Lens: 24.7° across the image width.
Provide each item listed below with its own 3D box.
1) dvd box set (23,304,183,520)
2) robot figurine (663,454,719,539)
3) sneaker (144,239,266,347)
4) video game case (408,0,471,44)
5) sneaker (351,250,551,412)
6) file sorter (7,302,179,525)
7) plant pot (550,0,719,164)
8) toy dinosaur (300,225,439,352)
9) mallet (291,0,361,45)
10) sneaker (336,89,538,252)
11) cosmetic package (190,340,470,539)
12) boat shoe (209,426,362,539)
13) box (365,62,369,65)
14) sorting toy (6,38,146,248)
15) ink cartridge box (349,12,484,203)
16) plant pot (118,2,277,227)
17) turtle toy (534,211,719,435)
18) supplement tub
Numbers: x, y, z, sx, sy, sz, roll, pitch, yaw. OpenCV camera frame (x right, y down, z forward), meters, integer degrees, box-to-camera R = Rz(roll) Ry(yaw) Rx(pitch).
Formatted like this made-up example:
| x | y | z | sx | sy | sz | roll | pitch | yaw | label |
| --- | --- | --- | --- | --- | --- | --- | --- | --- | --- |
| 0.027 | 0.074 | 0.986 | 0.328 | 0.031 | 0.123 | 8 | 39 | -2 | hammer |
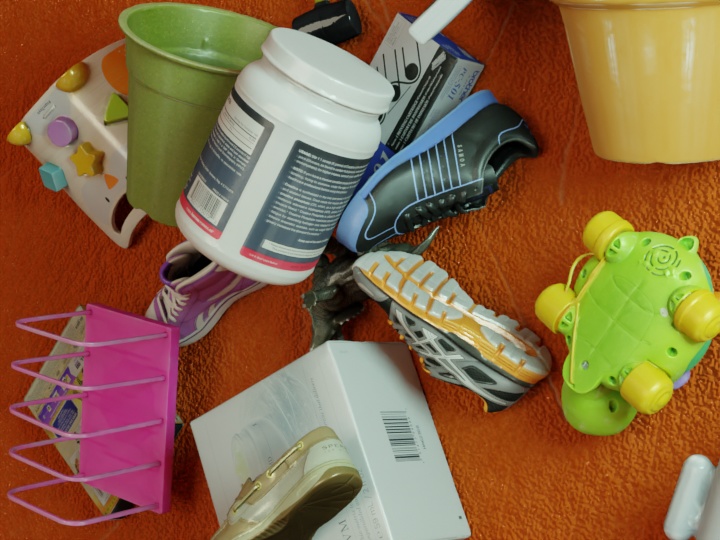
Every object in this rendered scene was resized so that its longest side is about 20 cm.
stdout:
| x | y | z | sx | sy | sz | roll | pitch | yaw | label |
| --- | --- | --- | --- | --- | --- | --- | --- | --- | --- |
| -0.289 | 0.157 | 1.833 | 0.200 | 0.029 | 0.146 | 47 | 115 | 33 | dvd box set |
| 0.322 | 0.201 | 1.272 | 0.170 | 0.113 | 0.200 | 19 | 99 | 25 | robot figurine |
| -0.185 | 0.016 | 1.707 | 0.200 | 0.114 | 0.073 | -39 | 65 | 32 | sneaker |
| 0.137 | -0.290 | 1.432 | 0.023 | 0.182 | 0.200 | 46 | 120 | -5 | video game case |
| 0.072 | 0.056 | 1.484 | 0.200 | 0.078 | 0.077 | 36 | 124 | 8 | sneaker |
| -0.284 | 0.149 | 1.710 | 0.139 | 0.125 | 0.200 | 13 | 104 | 41 | file sorter |
| 0.249 | -0.186 | 1.326 | 0.200 | 0.200 | 0.183 | 7 | 107 | 40 | plant pot |
| 0.000 | 0.000 | 1.573 | 0.200 | 0.102 | 0.077 | -41 | 62 | 23 | toy dinosaur |
| -0.037 | -0.317 | 1.659 | 0.066 | 0.041 | 0.200 | -9 | 71 | 20 | mallet |
| 0.071 | -0.076 | 1.488 | 0.200 | 0.070 | 0.078 | -42 | 66 | -5 | sneaker |
| -0.034 | 0.197 | 1.563 | 0.200 | 0.123 | 0.199 | -33 | 67 | 35 | cosmetic package |
| -0.076 | 0.212 | 1.478 | 0.200 | 0.074 | 0.066 | -40 | 50 | 28 | boat shoe |
| -0.072 | -0.119 | 1.607 | 0.039 | 0.137 | 0.200 | 43 | 113 | 34 | box |
| -0.278 | -0.125 | 1.822 | 0.200 | 0.107 | 0.180 | -42 | 81 | 30 | sorting toy |
| 0.031 | -0.137 | 1.583 | 0.094 | 0.044 | 0.200 | 43 | 114 | 35 | ink cartridge box |
| -0.161 | -0.149 | 1.671 | 0.200 | 0.200 | 0.190 | 34 | 121 | 36 | plant pot |
| 0.226 | 0.053 | 1.370 | 0.146 | 0.101 | 0.200 | 46 | 115 | 33 | turtle toy |
| -0.068 | -0.101 | 1.479 | 0.140 | 0.140 | 0.200 | 42 | 113 | 34 | supplement tub |
